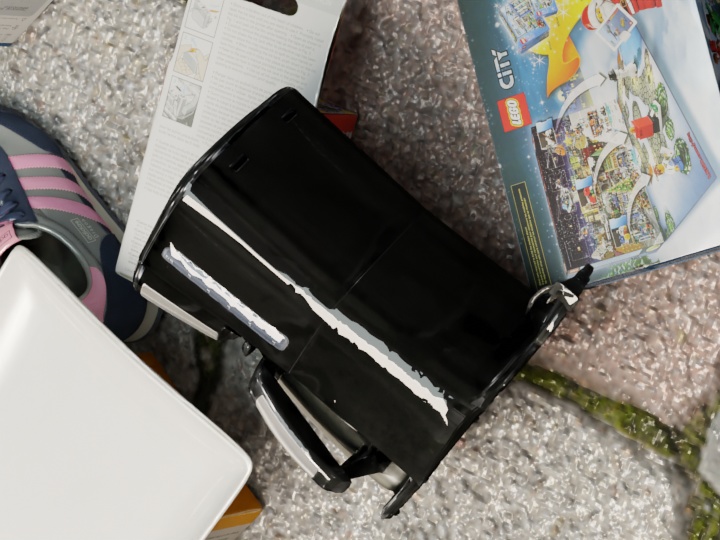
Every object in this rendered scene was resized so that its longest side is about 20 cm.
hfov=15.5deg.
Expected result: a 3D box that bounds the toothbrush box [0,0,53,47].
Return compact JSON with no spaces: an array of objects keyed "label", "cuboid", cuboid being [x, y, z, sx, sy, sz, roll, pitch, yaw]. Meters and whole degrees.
[{"label":"toothbrush box","cuboid":[-0.279,-0.238,1.591,0.085,0.146,0.200,-40,73,27]}]

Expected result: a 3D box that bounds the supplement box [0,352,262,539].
[{"label":"supplement box","cuboid":[-0.171,0.160,1.588,0.200,0.073,0.126,-47,70,25]}]

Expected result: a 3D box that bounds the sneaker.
[{"label":"sneaker","cuboid":[-0.204,-0.033,1.593,0.200,0.082,0.070,43,114,23]}]

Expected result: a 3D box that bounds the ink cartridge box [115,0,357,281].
[{"label":"ink cartridge box","cuboid":[-0.064,-0.075,1.524,0.109,0.050,0.201,22,103,29]}]

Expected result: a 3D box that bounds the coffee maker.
[{"label":"coffee maker","cuboid":[0.000,0.000,1.404,0.200,0.135,0.192,40,115,3]}]

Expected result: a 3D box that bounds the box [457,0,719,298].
[{"label":"box","cuboid":[0.133,-0.098,1.406,0.136,0.038,0.201,-17,84,32]}]

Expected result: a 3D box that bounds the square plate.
[{"label":"square plate","cuboid":[-0.173,0.121,1.525,0.198,0.028,0.200,41,113,19]}]
